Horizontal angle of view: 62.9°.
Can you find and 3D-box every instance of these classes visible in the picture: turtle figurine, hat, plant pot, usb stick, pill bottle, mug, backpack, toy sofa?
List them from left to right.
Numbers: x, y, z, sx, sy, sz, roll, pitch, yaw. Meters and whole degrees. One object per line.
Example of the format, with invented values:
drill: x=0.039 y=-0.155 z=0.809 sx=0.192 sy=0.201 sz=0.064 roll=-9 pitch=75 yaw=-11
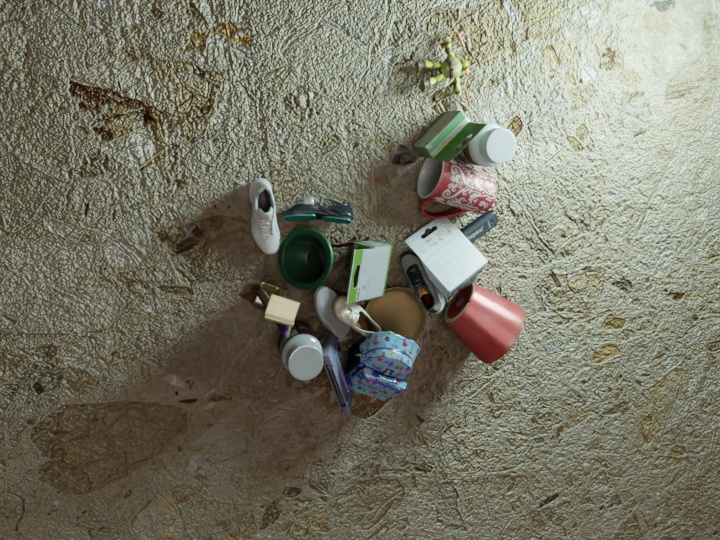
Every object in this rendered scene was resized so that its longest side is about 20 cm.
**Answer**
toy sofa: x=-0.230 y=0.102 z=1.562 sx=0.081 sy=0.200 sz=0.100 roll=19 pitch=93 yaw=-19
pill bottle: x=-0.166 y=0.214 z=1.607 sx=0.111 sy=0.200 sz=0.117 roll=-4 pitch=105 yaw=-15
hat: x=-0.105 y=-0.032 z=1.659 sx=0.196 sy=0.175 sz=0.170 roll=11 pitch=96 yaw=24
backpack: x=0.070 y=0.265 z=1.678 sx=0.180 sy=0.137 sz=0.200 roll=25 pitch=141 yaw=-20
plant pot: x=0.100 y=0.143 z=1.748 sx=0.195 sy=0.028 sz=0.205 roll=-3 pitch=108 yaw=-9
turtle figurine: x=0.236 y=-0.538 z=1.607 sx=0.158 sy=0.064 sz=0.204 roll=-18 pitch=108 yaw=-11
mug: x=0.267 y=-0.233 z=1.681 sx=0.196 sy=0.177 sz=0.136 roll=15 pitch=63 yaw=-23
usb stick: x=0.325 y=-0.108 z=1.756 sx=0.198 sy=0.033 sz=0.056 roll=-34 pitch=109 yaw=-6
plant pot: x=0.358 y=0.144 z=1.756 sx=0.176 sy=0.200 sz=0.202 roll=35 pitch=93 yaw=-11
pill bottle: x=0.340 y=-0.345 z=1.612 sx=0.112 sy=0.200 sz=0.117 roll=-4 pitch=105 yaw=-14

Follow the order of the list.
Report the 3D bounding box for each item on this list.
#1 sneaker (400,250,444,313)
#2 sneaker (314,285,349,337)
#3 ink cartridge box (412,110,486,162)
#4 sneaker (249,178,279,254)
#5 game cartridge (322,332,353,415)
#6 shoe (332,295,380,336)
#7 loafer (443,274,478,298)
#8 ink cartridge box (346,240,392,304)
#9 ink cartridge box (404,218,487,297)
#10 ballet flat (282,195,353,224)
sneaker: x=0.175 y=0.032 z=1.692 sx=0.073 sy=0.079 sz=0.203 roll=-33 pitch=80 yaw=22
sneaker: x=-0.098 y=0.110 z=1.636 sx=0.074 sy=0.081 sz=0.202 roll=-44 pitch=139 yaw=-23
ink cartridge box: x=0.234 y=-0.363 z=1.578 sx=0.145 sy=0.200 sz=0.048 roll=-45 pitch=111 yaw=-1
sneaker: x=-0.253 y=-0.135 z=1.549 sx=0.076 sy=0.099 sz=0.205 roll=-13 pitch=107 yaw=-12
game cartridge: x=-0.063 y=0.294 z=1.692 sx=0.038 sy=0.130 sz=0.204 roll=-12 pitch=113 yaw=14
shoe: x=-0.008 y=0.129 z=1.640 sx=0.200 sy=0.053 sz=0.071 roll=43 pitch=66 yaw=-47
loafer: x=0.257 y=0.040 z=1.754 sx=0.196 sy=0.070 sz=0.077 roll=-20 pitch=91 yaw=8
ink cartridge box: x=0.000 y=0.000 z=1.607 sx=0.199 sy=0.074 sz=0.151 roll=-8 pitch=111 yaw=-58
ink cartridge box: x=0.243 y=-0.045 z=1.693 sx=0.159 sy=0.048 sz=0.201 roll=-34 pitch=70 yaw=-19
ballet flat: x=-0.115 y=-0.167 z=1.604 sx=0.195 sy=0.073 sz=0.075 roll=2 pitch=103 yaw=-10
